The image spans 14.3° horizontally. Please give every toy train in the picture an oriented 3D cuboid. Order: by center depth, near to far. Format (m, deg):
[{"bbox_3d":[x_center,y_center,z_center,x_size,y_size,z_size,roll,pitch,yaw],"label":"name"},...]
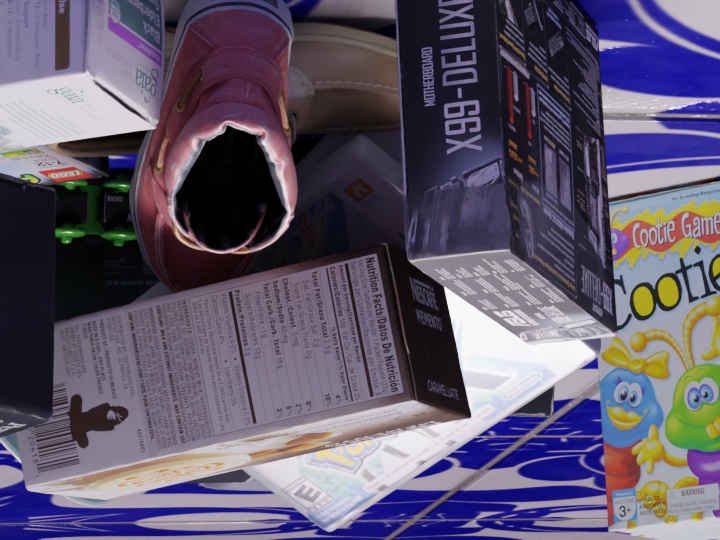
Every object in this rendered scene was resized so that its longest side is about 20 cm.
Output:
[{"bbox_3d":[-0.191,-0.037,1.650,0.199,0.042,0.056,4,175,-24],"label":"toy train"}]

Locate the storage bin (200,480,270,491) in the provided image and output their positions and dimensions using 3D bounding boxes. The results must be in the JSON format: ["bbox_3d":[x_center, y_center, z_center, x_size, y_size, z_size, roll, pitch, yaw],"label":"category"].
[{"bbox_3d":[-0.035,0.064,1.890,0.145,0.135,0.200,3,165,-20],"label":"storage bin"}]

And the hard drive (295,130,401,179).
[{"bbox_3d":[0.000,0.000,1.515,0.132,0.027,0.200,36,109,-26],"label":"hard drive"}]

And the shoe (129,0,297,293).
[{"bbox_3d":[-0.070,-0.033,1.334,0.071,0.091,0.201,7,139,-7],"label":"shoe"}]

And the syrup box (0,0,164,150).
[{"bbox_3d":[-0.193,-0.099,1.287,0.199,0.082,0.079,-8,164,20],"label":"syrup box"}]

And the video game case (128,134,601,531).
[{"bbox_3d":[-0.008,0.038,1.484,0.200,0.022,0.182,-35,122,29],"label":"video game case"}]

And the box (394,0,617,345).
[{"bbox_3d":[0.069,-0.062,1.326,0.049,0.159,0.200,-6,167,17],"label":"box"}]

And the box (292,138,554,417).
[{"bbox_3d":[0.009,0.003,1.594,0.199,0.142,0.079,1,-160,-11],"label":"box"}]

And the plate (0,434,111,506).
[{"bbox_3d":[-0.194,0.048,1.708,0.026,0.201,0.200,-33,158,14],"label":"plate"}]

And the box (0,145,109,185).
[{"bbox_3d":[-0.246,-0.065,1.525,0.199,0.035,0.110,-8,166,22],"label":"box"}]

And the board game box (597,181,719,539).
[{"bbox_3d":[0.212,0.059,1.758,0.103,0.201,0.105,-10,165,32],"label":"board game box"}]

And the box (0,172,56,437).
[{"bbox_3d":[-0.275,0.020,1.320,0.198,0.124,0.199,15,156,-42],"label":"box"}]

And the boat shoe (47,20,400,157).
[{"bbox_3d":[-0.057,-0.079,1.406,0.199,0.065,0.072,3,153,-11],"label":"boat shoe"}]

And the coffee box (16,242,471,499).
[{"bbox_3d":[-0.059,0.052,1.400,0.199,0.080,0.114,-13,171,13],"label":"coffee box"}]

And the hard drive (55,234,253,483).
[{"bbox_3d":[-0.120,0.045,1.672,0.134,0.201,0.042,-1,135,-9],"label":"hard drive"}]
